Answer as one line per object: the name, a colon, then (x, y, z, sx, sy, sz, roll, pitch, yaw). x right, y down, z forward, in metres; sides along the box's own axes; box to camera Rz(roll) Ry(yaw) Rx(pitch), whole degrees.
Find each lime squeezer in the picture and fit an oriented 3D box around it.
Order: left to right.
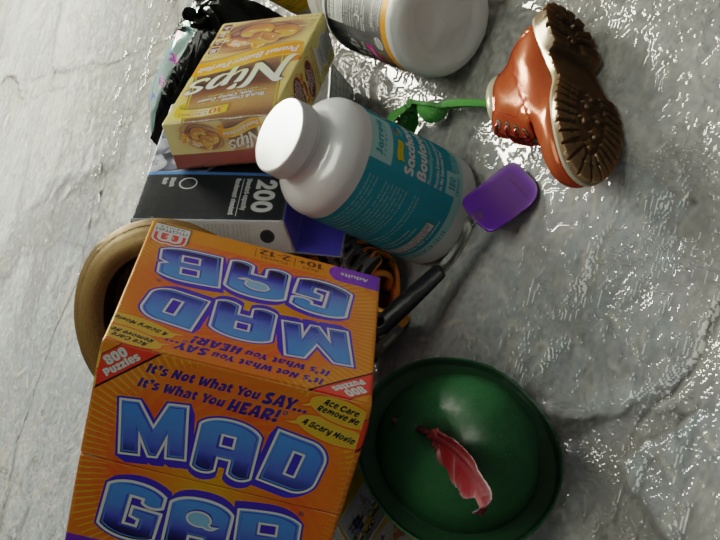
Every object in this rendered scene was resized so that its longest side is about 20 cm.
lime squeezer: (0.060, -0.139, 1.341, 0.199, 0.038, 0.071, -33, 48, 37)

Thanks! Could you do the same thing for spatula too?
spatula: (0.080, -0.014, 1.229, 0.200, 0.021, 0.057, -48, 46, 9)

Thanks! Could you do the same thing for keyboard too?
keyboard: (-0.026, -0.116, 1.427, 0.011, 0.056, 0.202, -5, 65, 18)

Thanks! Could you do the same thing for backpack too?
backpack: (-0.163, -0.218, 1.592, 0.201, 0.166, 0.127, -56, 18, 21)

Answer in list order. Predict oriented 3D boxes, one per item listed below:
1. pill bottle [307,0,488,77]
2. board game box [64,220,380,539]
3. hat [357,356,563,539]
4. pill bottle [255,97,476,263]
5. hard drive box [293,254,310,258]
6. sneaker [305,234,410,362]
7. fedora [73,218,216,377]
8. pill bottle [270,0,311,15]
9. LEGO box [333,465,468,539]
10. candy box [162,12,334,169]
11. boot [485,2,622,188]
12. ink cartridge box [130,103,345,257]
pill bottle: (0.031, -0.269, 1.381, 0.200, 0.116, 0.117, 33, 98, 55)
board game box: (-0.105, 0.112, 1.092, 0.200, 0.198, 0.201, -84, 9, -63)
hat: (0.090, 0.104, 1.011, 0.201, 0.164, 0.177, 58, 157, 29)
pill bottle: (0.003, -0.087, 1.248, 0.110, 0.199, 0.112, -27, 52, 42)
hard drive box: (-0.107, 0.071, 1.320, 0.155, 0.077, 0.202, -21, 67, 12)
sneaker: (0.000, 0.000, 1.322, 0.077, 0.078, 0.201, -34, 54, 28)
fedora: (-0.161, 0.045, 1.243, 0.201, 0.200, 0.082, -55, -2, 17)
pill bottle: (-0.098, -0.362, 1.523, 0.111, 0.199, 0.112, -28, 52, 42)
LEGO box: (0.020, 0.251, 1.153, 0.201, 0.077, 0.149, -57, 37, 16)
candy box: (-0.105, -0.178, 1.342, 0.114, 0.056, 0.201, -3, 36, 18)
boot: (0.161, -0.128, 1.182, 0.107, 0.075, 0.201, -44, 34, 34)
ink cartridge box: (-0.105, -0.091, 1.325, 0.199, 0.198, 0.044, -83, -6, -51)
